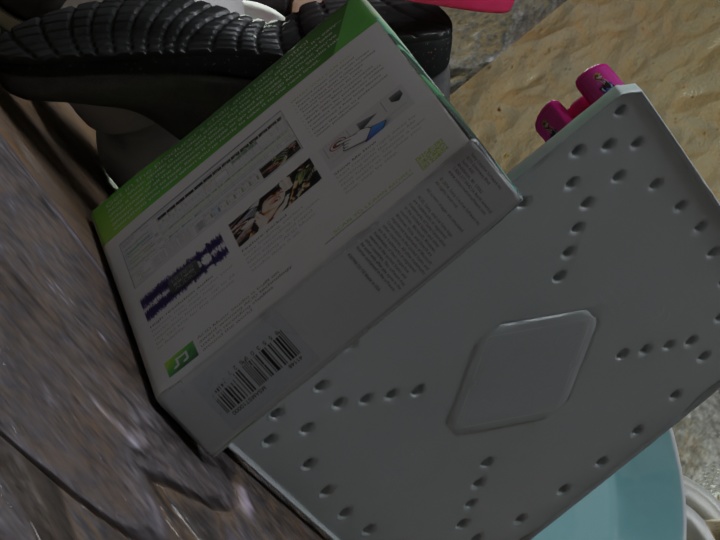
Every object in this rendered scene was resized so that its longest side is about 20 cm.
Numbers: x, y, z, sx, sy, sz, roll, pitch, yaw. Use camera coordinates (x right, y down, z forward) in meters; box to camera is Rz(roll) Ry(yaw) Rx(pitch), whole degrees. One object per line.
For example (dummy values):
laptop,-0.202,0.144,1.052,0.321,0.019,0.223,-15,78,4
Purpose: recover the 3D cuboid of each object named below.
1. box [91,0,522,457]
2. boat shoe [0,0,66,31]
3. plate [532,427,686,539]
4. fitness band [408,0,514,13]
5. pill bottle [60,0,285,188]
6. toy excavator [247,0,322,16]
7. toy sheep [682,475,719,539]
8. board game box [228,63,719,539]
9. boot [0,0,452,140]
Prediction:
box,-0.026,-0.023,1.077,0.036,0.144,0.200,49,5,-24
boat shoe,-0.124,-0.181,1.380,0.072,0.061,0.201,31,39,0
plate,0.074,0.096,1.286,0.200,0.026,0.201,15,68,-41
fitness band,-0.028,-0.148,1.228,0.199,0.038,0.144,16,10,16
pill bottle,-0.052,-0.054,1.321,0.200,0.109,0.110,49,4,-37
toy excavator,-0.007,-0.117,1.499,0.200,0.099,0.195,87,8,-71
toy sheep,0.143,0.164,1.481,0.138,0.138,0.200,52,-8,9
board game box,0.058,0.032,1.120,0.026,0.200,0.200,54,5,38
boot,-0.055,-0.044,1.212,0.070,0.199,0.132,-82,173,-64
